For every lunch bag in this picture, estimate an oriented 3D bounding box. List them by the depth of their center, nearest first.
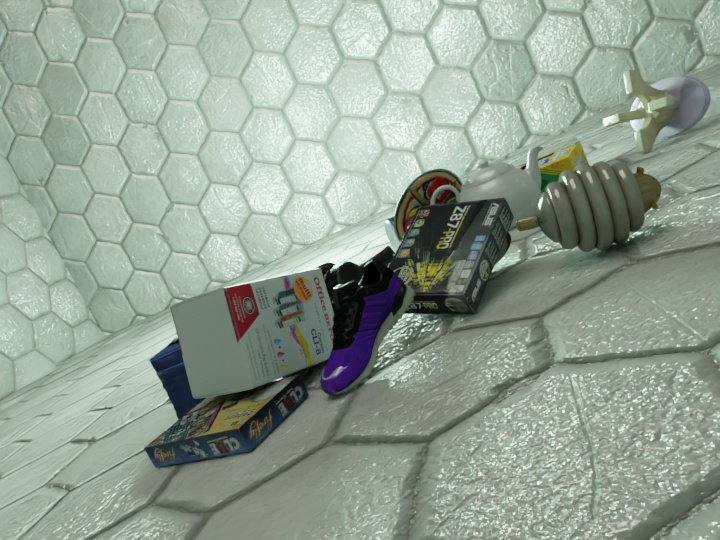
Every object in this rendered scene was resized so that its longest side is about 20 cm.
[{"bbox_3d":[-0.249,0.147,1.113,0.199,0.133,0.136,-25,9,10],"label":"lunch bag"}]

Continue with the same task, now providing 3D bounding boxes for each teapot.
[{"bbox_3d":[0.283,-0.164,1.392,0.200,0.147,0.197,-33,11,-34],"label":"teapot"}]

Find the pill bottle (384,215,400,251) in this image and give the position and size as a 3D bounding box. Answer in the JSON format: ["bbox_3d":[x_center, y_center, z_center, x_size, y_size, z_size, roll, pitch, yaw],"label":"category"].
[{"bbox_3d":[0.167,-0.117,1.572,0.199,0.107,0.106,-27,9,-9],"label":"pill bottle"}]

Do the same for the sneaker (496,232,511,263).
[{"bbox_3d":[0.165,-0.001,1.048,0.200,0.074,0.079,-33,19,-8],"label":"sneaker"}]

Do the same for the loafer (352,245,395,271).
[{"bbox_3d":[0.000,0.000,1.366,0.199,0.063,0.072,-19,12,34],"label":"loafer"}]

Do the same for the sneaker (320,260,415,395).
[{"bbox_3d":[-0.012,0.068,0.874,0.069,0.100,0.200,-7,41,50],"label":"sneaker"}]

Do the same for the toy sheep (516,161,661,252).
[{"bbox_3d":[0.317,-0.086,0.902,0.199,0.138,0.138,-20,9,9],"label":"toy sheep"}]

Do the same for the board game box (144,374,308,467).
[{"bbox_3d":[-0.185,0.208,0.892,0.199,0.035,0.135,-19,11,36],"label":"board game box"}]

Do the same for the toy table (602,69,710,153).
[{"bbox_3d":[0.656,-0.362,1.453,0.117,0.185,0.200,-12,-10,-24],"label":"toy table"}]

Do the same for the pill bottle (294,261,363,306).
[{"bbox_3d":[-0.087,0.047,1.308,0.199,0.112,0.112,-19,11,40],"label":"pill bottle"}]

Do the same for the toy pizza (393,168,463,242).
[{"bbox_3d":[0.162,-0.130,1.455,0.200,0.201,0.032,-29,38,-20],"label":"toy pizza"}]

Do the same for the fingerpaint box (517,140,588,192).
[{"bbox_3d":[0.448,-0.232,1.555,0.166,0.074,0.200,-21,10,31],"label":"fingerpaint box"}]

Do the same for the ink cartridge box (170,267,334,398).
[{"bbox_3d":[-0.152,0.091,0.982,0.144,0.146,0.200,-18,-2,39],"label":"ink cartridge box"}]

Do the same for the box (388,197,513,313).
[{"bbox_3d":[0.129,-0.022,0.990,0.161,0.049,0.200,0,47,38],"label":"box"}]
